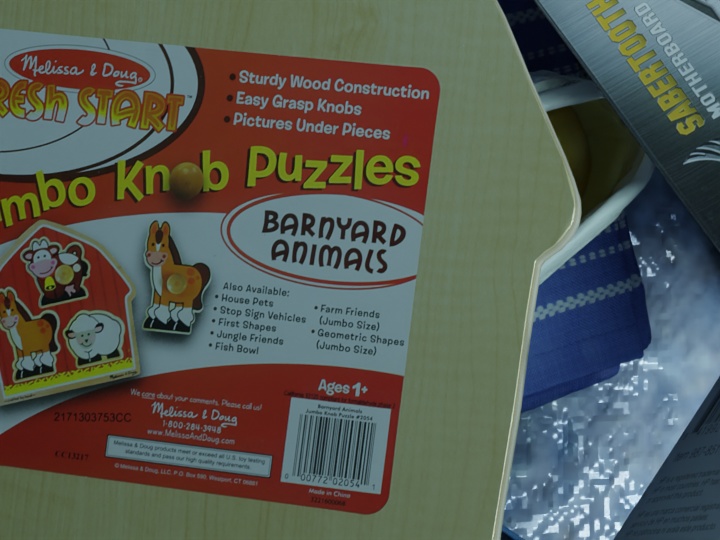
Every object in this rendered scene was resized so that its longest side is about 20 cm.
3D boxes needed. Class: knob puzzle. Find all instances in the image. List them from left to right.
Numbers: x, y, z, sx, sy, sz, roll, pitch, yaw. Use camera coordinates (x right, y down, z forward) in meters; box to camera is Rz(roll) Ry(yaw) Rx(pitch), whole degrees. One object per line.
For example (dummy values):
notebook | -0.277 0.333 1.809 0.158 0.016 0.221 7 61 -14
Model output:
knob puzzle | -0.041 -0.023 0.659 0.218 0.030 0.221 -2 83 13

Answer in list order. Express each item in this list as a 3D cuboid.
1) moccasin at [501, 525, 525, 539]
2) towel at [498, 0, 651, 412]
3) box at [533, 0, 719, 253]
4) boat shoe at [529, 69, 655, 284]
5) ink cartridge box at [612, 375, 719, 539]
moccasin | 0.064 0.135 0.770 0.200 0.068 0.081 36 72 -28
towel | 0.004 -0.047 0.768 0.144 0.024 0.201 -18 97 -27
box | 0.080 -0.112 0.745 0.200 0.048 0.159 51 25 -20
boat shoe | 0.003 0.004 0.705 0.201 0.086 0.075 -28 101 -25
ink cartridge box | 0.169 0.027 0.706 0.084 0.145 0.200 39 72 -11
